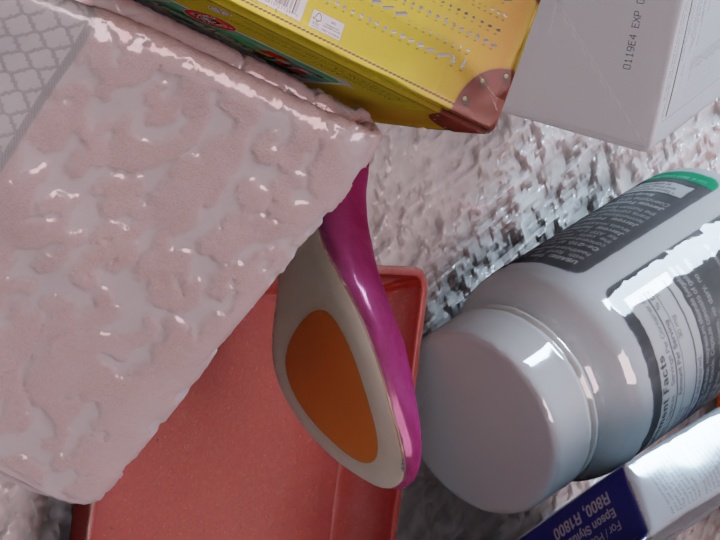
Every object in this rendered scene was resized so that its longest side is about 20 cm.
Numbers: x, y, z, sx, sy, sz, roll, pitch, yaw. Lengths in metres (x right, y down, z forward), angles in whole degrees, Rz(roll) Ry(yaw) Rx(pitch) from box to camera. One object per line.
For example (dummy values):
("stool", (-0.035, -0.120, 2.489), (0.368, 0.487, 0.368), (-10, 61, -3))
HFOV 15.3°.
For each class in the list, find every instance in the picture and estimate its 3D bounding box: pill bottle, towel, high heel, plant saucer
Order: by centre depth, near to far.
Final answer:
("towel", (-0.120, -0.012, 0.981), (0.191, 0.032, 0.200), (24, 118, -33))
("high heel", (0.000, 0.000, 1.149), (0.096, 0.200, 0.067), (-7, 147, -41))
("plant saucer", (-0.057, 0.092, 1.187), (0.200, 0.037, 0.200), (2, 96, -50))
("pill bottle", (0.118, 0.034, 1.316), (0.200, 0.113, 0.113), (-29, 119, -41))

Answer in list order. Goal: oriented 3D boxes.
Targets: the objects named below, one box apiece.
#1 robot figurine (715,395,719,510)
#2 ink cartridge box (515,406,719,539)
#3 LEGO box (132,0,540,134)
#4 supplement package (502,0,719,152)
("robot figurine", (0.251, 0.076, 1.477), (0.116, 0.144, 0.201), (-3, 103, -19))
("ink cartridge box", (0.101, 0.134, 1.273), (0.200, 0.200, 0.041), (-25, 77, -46))
("LEGO box", (-0.053, -0.124, 0.980), (0.200, 0.149, 0.077), (24, 84, -34))
("supplement package", (0.121, -0.140, 1.227), (0.200, 0.109, 0.114), (-33, 137, -63))
